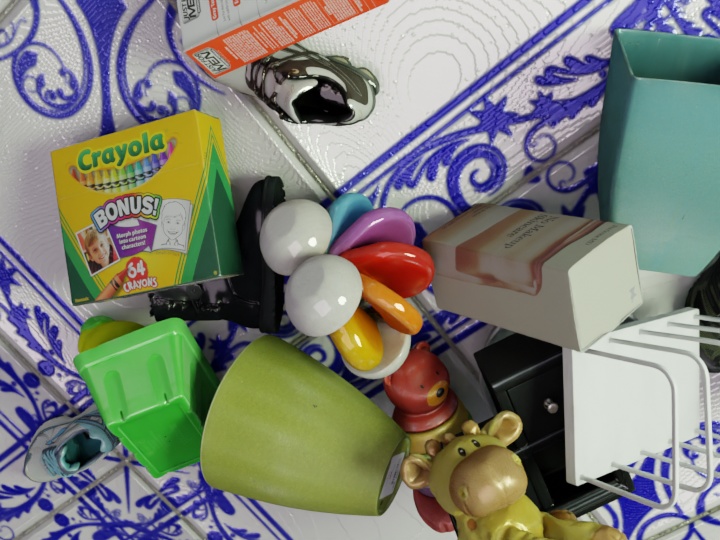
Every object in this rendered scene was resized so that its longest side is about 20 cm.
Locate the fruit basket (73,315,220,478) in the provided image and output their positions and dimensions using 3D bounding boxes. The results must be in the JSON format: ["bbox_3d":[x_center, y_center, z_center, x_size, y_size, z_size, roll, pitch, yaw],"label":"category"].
[{"bbox_3d":[-0.263,0.125,0.981,0.153,0.216,0.219,-20,112,-5],"label":"fruit basket"}]

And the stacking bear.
[{"bbox_3d":[0.085,0.185,0.958,0.120,0.113,0.203,-30,115,-22],"label":"stacking bear"}]

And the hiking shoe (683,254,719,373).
[{"bbox_3d":[0.396,0.031,0.839,0.074,0.101,0.203,10,117,5],"label":"hiking shoe"}]

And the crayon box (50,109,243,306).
[{"bbox_3d":[-0.237,-0.064,0.880,0.196,0.058,0.176,-11,89,21],"label":"crayon box"}]

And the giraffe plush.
[{"bbox_3d":[0.130,0.227,0.758,0.199,0.171,0.165,-23,87,52],"label":"giraffe plush"}]

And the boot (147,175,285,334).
[{"bbox_3d":[-0.172,-0.020,0.926,0.165,0.077,0.203,7,121,3],"label":"boot"}]

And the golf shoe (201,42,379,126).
[{"bbox_3d":[-0.080,-0.198,0.817,0.196,0.095,0.079,14,118,4],"label":"golf shoe"}]

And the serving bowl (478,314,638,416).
[{"bbox_3d":[0.235,0.105,0.922,0.196,0.066,0.204,4,115,8],"label":"serving bowl"}]

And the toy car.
[{"bbox_3d":[0.000,0.000,0.840,0.149,0.201,0.175,-36,141,9],"label":"toy car"}]

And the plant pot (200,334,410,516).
[{"bbox_3d":[-0.048,0.195,0.917,0.197,0.187,0.190,17,119,21],"label":"plant pot"}]

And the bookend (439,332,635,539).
[{"bbox_3d":[0.159,0.173,0.851,0.196,0.092,0.203,-24,110,1],"label":"bookend"}]

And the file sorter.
[{"bbox_3d":[0.307,0.127,0.768,0.197,0.124,0.142,-9,99,-32],"label":"file sorter"}]

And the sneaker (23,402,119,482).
[{"bbox_3d":[-0.397,0.241,1.084,0.198,0.087,0.078,-33,106,22],"label":"sneaker"}]

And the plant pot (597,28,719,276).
[{"bbox_3d":[0.300,-0.107,0.775,0.138,0.142,0.203,8,124,6],"label":"plant pot"}]

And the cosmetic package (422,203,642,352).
[{"bbox_3d":[0.167,-0.001,0.804,0.198,0.103,0.089,15,128,51],"label":"cosmetic package"}]

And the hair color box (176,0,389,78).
[{"bbox_3d":[-0.079,-0.276,0.772,0.197,0.061,0.103,-17,71,17],"label":"hair color box"}]
